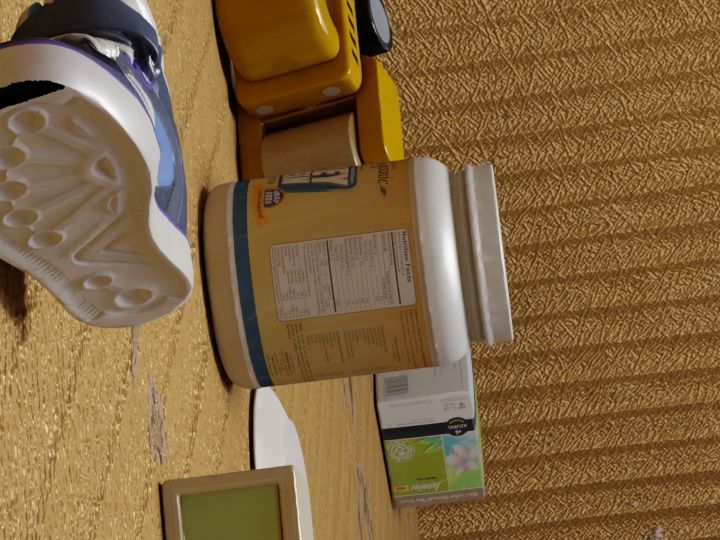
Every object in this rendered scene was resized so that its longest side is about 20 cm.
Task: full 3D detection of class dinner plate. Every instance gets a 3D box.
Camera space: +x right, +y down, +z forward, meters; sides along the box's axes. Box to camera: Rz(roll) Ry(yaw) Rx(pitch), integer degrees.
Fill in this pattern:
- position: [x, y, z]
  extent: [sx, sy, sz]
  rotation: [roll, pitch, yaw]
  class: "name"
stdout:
- position: [-0.056, 0.181, 1.616]
  extent: [0.200, 0.024, 0.201]
  rotation: [-8, 90, -86]
  class: "dinner plate"

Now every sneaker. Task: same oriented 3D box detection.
- position: [-0.121, -0.077, 0.843]
  extent: [0.200, 0.080, 0.147]
  rotation: [67, 8, -63]
  class: "sneaker"

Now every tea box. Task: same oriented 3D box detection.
- position: [0.096, 0.190, 2.946]
  extent: [0.200, 0.133, 0.198]
  rotation: [-91, 171, -56]
  class: "tea box"

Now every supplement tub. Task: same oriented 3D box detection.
- position: [0.000, 0.000, 1.463]
  extent: [0.145, 0.199, 0.146]
  rotation: [-7, 90, -86]
  class: "supplement tub"

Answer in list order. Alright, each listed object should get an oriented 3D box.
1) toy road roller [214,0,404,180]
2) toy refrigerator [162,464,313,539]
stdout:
- position: [-0.050, -0.156, 1.671]
  extent: [0.146, 0.122, 0.201]
  rotation: [45, 35, -59]
  class: "toy road roller"
- position: [-0.059, 0.212, 1.149]
  extent: [0.070, 0.075, 0.201]
  rotation: [67, 17, -75]
  class: "toy refrigerator"
